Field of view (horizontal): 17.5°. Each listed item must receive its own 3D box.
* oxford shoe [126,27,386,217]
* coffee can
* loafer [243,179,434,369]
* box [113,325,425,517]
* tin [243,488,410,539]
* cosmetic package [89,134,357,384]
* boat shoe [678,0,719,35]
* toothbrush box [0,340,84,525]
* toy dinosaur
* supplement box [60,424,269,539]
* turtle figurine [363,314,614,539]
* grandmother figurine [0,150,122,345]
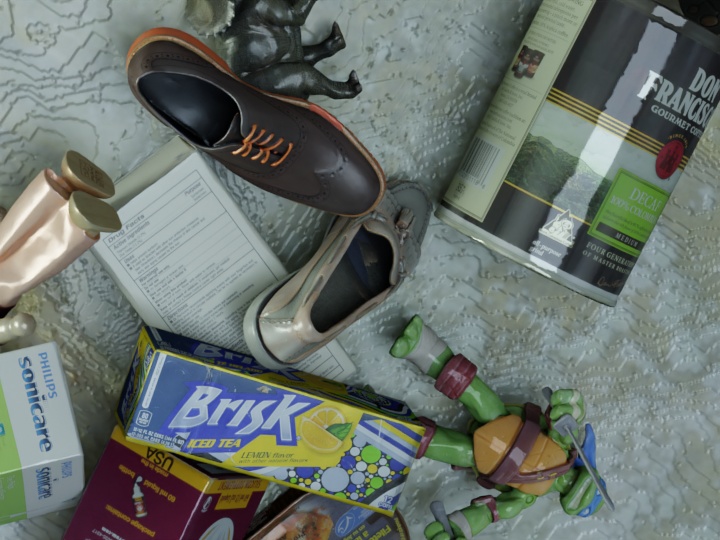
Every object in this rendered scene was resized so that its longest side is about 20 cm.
[{"bbox_3d":[-0.072,-0.087,1.575,0.200,0.073,0.071,28,110,-13],"label":"oxford shoe"},{"bbox_3d":[0.160,-0.095,1.649,0.146,0.146,0.200,25,95,-18],"label":"coffee can"},{"bbox_3d":[0.000,0.000,1.621,0.200,0.063,0.072,-45,109,-40],"label":"loafer"},{"bbox_3d":[-0.063,0.102,1.603,0.200,0.064,0.070,17,99,-17],"label":"box"},{"bbox_3d":[-0.054,0.234,1.723,0.200,0.042,0.112,-38,104,-4],"label":"tin"},{"bbox_3d":[-0.103,0.016,1.644,0.103,0.073,0.200,-36,108,-4],"label":"cosmetic package"},{"bbox_3d":[0.263,-0.265,1.648,0.074,0.076,0.201,-2,95,-43],"label":"boat shoe"},{"bbox_3d":[-0.291,0.128,1.573,0.200,0.146,0.086,-12,73,-10],"label":"toothbrush box"},{"bbox_3d":[-0.062,-0.150,1.630,0.102,0.077,0.200,-21,112,3],"label":"toy dinosaur"},{"bbox_3d":[-0.157,0.214,1.640,0.086,0.110,0.200,28,96,21],"label":"supplement box"},{"bbox_3d":[0.088,0.131,1.667,0.194,0.200,0.144,33,135,1],"label":"turtle figurine"},{"bbox_3d":[-0.248,0.003,1.586,0.061,0.121,0.200,36,115,-29],"label":"grandmother figurine"}]
